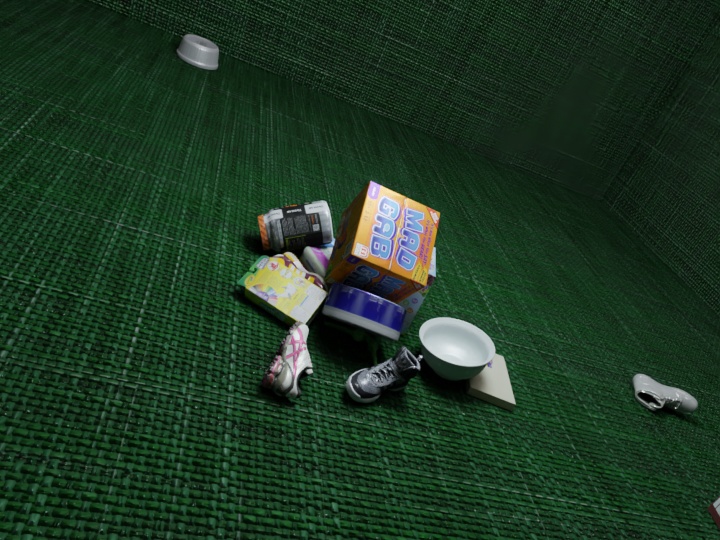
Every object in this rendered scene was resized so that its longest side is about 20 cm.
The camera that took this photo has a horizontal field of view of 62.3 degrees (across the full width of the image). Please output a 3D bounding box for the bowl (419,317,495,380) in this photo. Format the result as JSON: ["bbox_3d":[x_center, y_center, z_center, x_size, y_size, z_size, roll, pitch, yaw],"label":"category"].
[{"bbox_3d":[0.236,0.214,1.514,0.197,0.092,0.202,8,28,-5],"label":"bowl"}]

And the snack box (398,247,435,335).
[{"bbox_3d":[0.136,0.044,1.617,0.067,0.202,0.170,23,29,-6],"label":"snack box"}]

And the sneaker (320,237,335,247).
[{"bbox_3d":[-0.150,-0.082,1.752,0.197,0.066,0.079,28,43,1],"label":"sneaker"}]

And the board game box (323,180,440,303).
[{"bbox_3d":[0.051,-0.058,1.479,0.197,0.200,0.203,21,65,-15],"label":"board game box"}]

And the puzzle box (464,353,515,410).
[{"bbox_3d":[0.334,0.275,1.583,0.131,0.026,0.201,22,28,-8],"label":"puzzle box"}]

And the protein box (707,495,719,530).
[{"bbox_3d":[0.989,0.632,1.411,0.195,0.136,0.201,21,28,-10],"label":"protein box"}]

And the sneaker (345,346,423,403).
[{"bbox_3d":[0.059,0.225,1.325,0.198,0.114,0.076,-5,54,-47],"label":"sneaker"}]

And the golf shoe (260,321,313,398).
[{"bbox_3d":[-0.142,0.193,1.275,0.091,0.073,0.201,29,37,-7],"label":"golf shoe"}]

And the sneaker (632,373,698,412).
[{"bbox_3d":[0.938,0.405,1.837,0.197,0.075,0.115,23,28,15],"label":"sneaker"}]

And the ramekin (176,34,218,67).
[{"bbox_3d":[-0.763,-1.038,2.820,0.199,0.095,0.204,20,28,-11],"label":"ramekin"}]

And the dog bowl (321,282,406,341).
[{"bbox_3d":[0.009,0.101,1.441,0.197,0.080,0.200,20,-7,3],"label":"dog bowl"}]

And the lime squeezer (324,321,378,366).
[{"bbox_3d":[-0.002,0.180,1.463,0.070,0.038,0.200,-36,62,-24],"label":"lime squeezer"}]

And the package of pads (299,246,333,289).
[{"bbox_3d":[-0.062,0.002,1.667,0.197,0.069,0.155,2,37,-40],"label":"package of pads"}]

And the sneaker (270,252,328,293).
[{"bbox_3d":[-0.168,0.030,1.537,0.089,0.076,0.199,-19,44,-43],"label":"sneaker"}]

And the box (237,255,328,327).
[{"bbox_3d":[-0.191,0.054,1.450,0.198,0.049,0.118,33,53,8],"label":"box"}]

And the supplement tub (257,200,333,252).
[{"bbox_3d":[-0.181,-0.120,1.659,0.196,0.124,0.123,-10,36,-9],"label":"supplement tub"}]
